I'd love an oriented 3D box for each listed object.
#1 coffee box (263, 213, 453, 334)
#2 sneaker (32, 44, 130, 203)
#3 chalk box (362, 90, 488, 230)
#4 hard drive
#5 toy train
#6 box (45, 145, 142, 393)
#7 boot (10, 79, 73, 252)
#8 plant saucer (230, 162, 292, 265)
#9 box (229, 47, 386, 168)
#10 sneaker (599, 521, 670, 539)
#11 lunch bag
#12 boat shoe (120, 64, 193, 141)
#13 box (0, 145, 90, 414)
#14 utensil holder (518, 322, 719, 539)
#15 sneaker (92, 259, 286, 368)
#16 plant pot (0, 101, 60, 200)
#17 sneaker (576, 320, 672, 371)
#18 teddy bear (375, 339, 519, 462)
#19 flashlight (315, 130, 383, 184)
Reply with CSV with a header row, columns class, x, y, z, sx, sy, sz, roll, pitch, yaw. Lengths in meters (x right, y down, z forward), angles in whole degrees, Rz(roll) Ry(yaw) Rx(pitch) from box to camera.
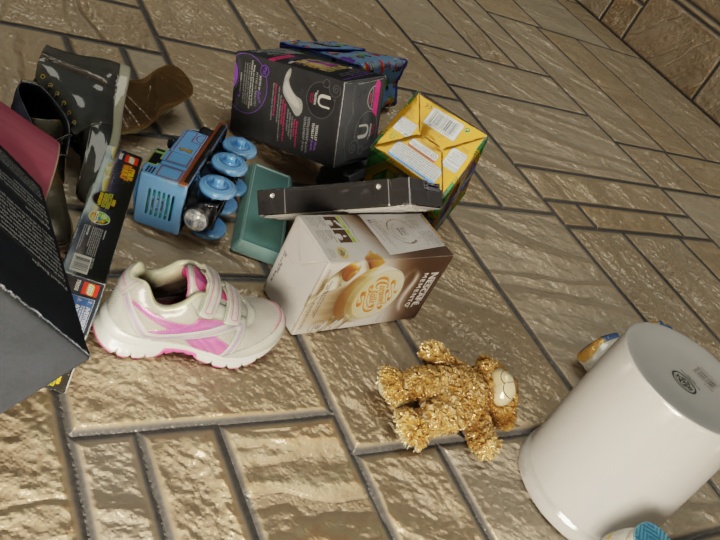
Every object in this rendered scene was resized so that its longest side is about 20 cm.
class,x,y,z,sx,sy,sz,roll,pitch,yaw
coffee box,0.000,0.000,0.962,0.199,0.115,0.080,-5,47,-41
sneaker,-0.335,-0.168,0.937,0.105,0.075,0.202,13,55,-23
chalk box,0.082,-0.129,1.158,0.124,0.200,0.124,34,66,10
hard drive,-0.010,-0.086,1.003,0.198,0.038,0.140,-4,1,20
toy train,-0.199,-0.117,0.991,0.113,0.087,0.201,19,34,-5
box,-0.254,-0.007,0.752,0.040,0.137,0.201,19,35,-18
boot,-0.346,-0.114,0.858,0.074,0.097,0.201,-4,46,-40
plant saucer,-0.124,-0.079,1.059,0.069,0.019,0.201,21,33,-16
box,-0.077,-0.238,1.156,0.199,0.123,0.106,24,28,29
sneaker,0.281,0.347,0.763,0.076,0.081,0.202,4,61,-37
lunch bag,-0.042,-0.368,1.461,0.199,0.095,0.150,32,32,26
boat shoe,-0.302,-0.215,1.073,0.074,0.062,0.200,58,37,-5
box,-0.331,0.017,0.585,0.197,0.199,0.124,59,0,38
utensil holder,0.293,0.181,0.872,0.168,0.201,0.171,19,35,-14
sneaker,-0.159,0.040,0.809,0.198,0.089,0.082,4,41,-34
plant pot,-0.382,-0.093,0.728,0.178,0.200,0.201,23,32,-29
sneaker,0.389,0.131,1.144,0.199,0.075,0.089,-12,62,-37
teddy bear,0.107,0.141,0.902,0.198,0.067,0.146,13,39,-23
flashlight,0.005,-0.165,1.235,0.068,0.068,0.200,43,39,11
